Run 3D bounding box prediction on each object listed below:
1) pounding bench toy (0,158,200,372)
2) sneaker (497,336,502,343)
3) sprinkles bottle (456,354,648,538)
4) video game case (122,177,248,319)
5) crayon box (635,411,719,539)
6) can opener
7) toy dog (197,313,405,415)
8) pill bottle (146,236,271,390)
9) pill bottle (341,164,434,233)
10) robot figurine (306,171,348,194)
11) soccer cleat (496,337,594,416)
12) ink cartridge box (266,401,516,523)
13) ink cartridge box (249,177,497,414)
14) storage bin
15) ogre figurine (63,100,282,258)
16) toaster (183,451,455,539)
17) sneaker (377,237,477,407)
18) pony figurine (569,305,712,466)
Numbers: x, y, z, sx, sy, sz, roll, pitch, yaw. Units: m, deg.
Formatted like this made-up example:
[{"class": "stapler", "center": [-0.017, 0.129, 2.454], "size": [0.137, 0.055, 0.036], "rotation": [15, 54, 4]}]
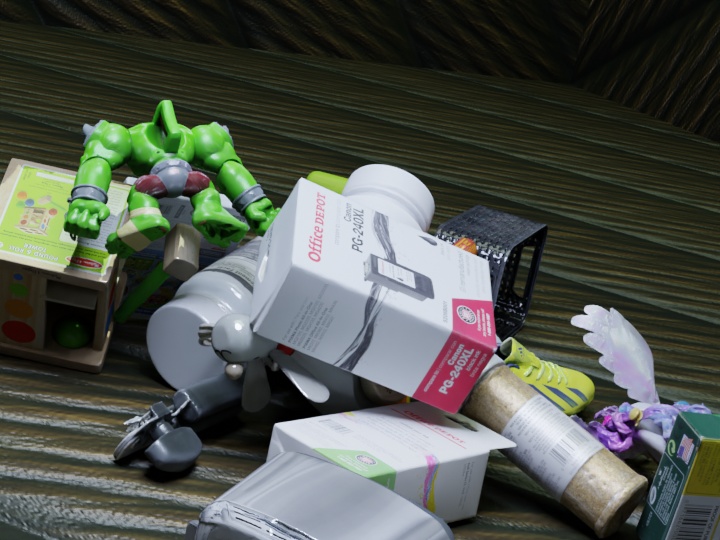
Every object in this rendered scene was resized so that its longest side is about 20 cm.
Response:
[{"class": "pounding bench toy", "center": [-0.256, 0.011, 1.537], "size": [0.198, 0.157, 0.125], "rotation": [12, 48, -2]}, {"class": "sneaker", "center": [0.068, 0.087, 1.702], "size": [0.200, 0.075, 0.114], "rotation": [38, 53, -16]}, {"class": "sprinkles bottle", "center": [0.163, 0.153, 1.449], "size": [0.200, 0.069, 0.068], "rotation": [40, 26, 23]}, {"class": "video game case", "center": [-0.207, -0.016, 1.637], "size": [0.142, 0.200, 0.018], "rotation": [9, 50, -28]}, {"class": "crayon box", "center": [0.356, 0.198, 1.426], "size": [0.198, 0.128, 0.051], "rotation": [8, 22, -20]}, {"class": "can opener", "center": [-0.149, 0.136, 1.424], "size": [0.067, 0.053, 0.200], "rotation": [49, 25, 7]}, {"class": "toy dog", "center": [-0.052, 0.106, 1.436], "size": [0.198, 0.097, 0.132], "rotation": [12, -15, -20]}, {"class": "pill bottle", "center": [-0.117, 0.041, 1.597], "size": [0.112, 0.114, 0.200], "rotation": [20, 31, 25]}, {"class": "pill bottle", "center": [0.000, 0.000, 1.574], "size": [0.112, 0.114, 0.201], "rotation": [15, 54, 11]}, {"class": "robot figurine", "center": [-0.043, -0.021, 1.840], "size": [0.115, 0.177, 0.200], "rotation": [24, -11, -5]}, {"class": "soccer cleat", "center": [0.169, 0.111, 1.667], "size": [0.199, 0.084, 0.065], "rotation": [2, 19, -31]}, {"class": "ink cartridge box", "center": [0.028, 0.170, 1.383], "size": [0.199, 0.068, 0.117], "rotation": [-4, 21, -44]}, {"class": "ink cartridge box", "center": [0.012, 0.021, 1.417], "size": [0.199, 0.084, 0.146], "rotation": [23, 31, -14]}, {"class": "storage bin", "center": [0.143, 0.010, 1.905], "size": [0.093, 0.136, 0.200], "rotation": [18, 16, 17]}, {"class": "ogre figurine", "center": [-0.174, -0.083, 1.469], "size": [0.198, 0.098, 0.121], "rotation": [-10, 64, -7]}, {"class": "toaster", "center": [-0.026, 0.213, 1.117], "size": [0.199, 0.115, 0.129], "rotation": [23, 22, 26]}, {"class": "sneaker", "center": [0.073, 0.061, 1.610], "size": [0.077, 0.201, 0.073], "rotation": [26, -9, 10]}, {"class": "pony figurine", "center": [0.268, 0.150, 1.524], "size": [0.193, 0.167, 0.200], "rotation": [38, -9, -29]}]
